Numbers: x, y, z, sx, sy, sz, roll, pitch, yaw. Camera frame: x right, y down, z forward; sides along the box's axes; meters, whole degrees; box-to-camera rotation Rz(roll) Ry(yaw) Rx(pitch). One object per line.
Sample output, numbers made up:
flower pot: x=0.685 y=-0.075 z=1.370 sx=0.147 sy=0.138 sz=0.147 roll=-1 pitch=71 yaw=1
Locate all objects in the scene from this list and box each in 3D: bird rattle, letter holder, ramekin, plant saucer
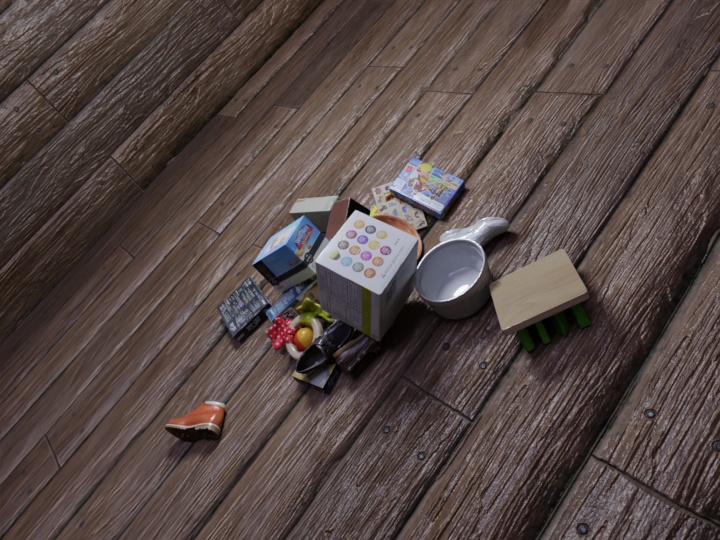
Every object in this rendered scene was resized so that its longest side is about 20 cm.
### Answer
bird rattle: x=-0.172 y=0.176 z=1.693 sx=0.198 sy=0.112 sz=0.165 roll=-35 pitch=55 yaw=11
letter holder: x=-0.064 y=-0.103 z=1.873 sx=0.140 sy=0.099 sz=0.205 roll=-7 pitch=67 yaw=44
ramekin: x=0.245 y=0.028 z=1.538 sx=0.196 sy=0.106 sz=0.203 roll=-22 pitch=42 yaw=21
plant saucer: x=0.082 y=-0.077 z=1.753 sx=0.194 sy=0.038 sz=0.204 roll=7 pitch=51 yaw=-8

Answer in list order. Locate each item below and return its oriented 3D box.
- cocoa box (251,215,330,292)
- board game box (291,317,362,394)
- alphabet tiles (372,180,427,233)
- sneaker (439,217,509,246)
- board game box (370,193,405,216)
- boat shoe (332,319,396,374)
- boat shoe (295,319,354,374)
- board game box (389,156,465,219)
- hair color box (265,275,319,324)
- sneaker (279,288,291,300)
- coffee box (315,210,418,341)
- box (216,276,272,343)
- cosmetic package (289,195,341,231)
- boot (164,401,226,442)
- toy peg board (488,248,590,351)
cocoa box: x=-0.207 y=-0.046 z=1.805 sx=0.198 sy=0.131 sz=0.135 roll=-25 pitch=27 yaw=46
board game box: x=-0.091 y=0.233 z=1.673 sx=0.133 sy=0.035 sz=0.202 roll=9 pitch=59 yaw=44
alphabet tiles: x=0.135 y=-0.202 z=1.863 sx=0.163 sy=0.008 sz=0.204 roll=-19 pitch=60 yaw=6
sneaker: x=0.314 y=-0.078 z=1.628 sx=0.196 sy=0.075 sz=0.102 roll=-20 pitch=60 yaw=24
board game box: x=0.083 y=-0.176 z=1.915 sx=0.201 sy=0.048 sz=0.101 roll=-49 pitch=39 yaw=-11
boat shoe: x=0.023 y=0.197 z=1.594 sx=0.198 sy=0.071 sz=0.071 roll=-37 pitch=74 yaw=-10
boat shoe: x=-0.096 y=0.208 z=1.600 sx=0.199 sy=0.072 sz=0.065 roll=-40 pitch=-2 yaw=7
board game box: x=0.204 y=-0.255 z=1.845 sx=0.198 sy=0.035 sz=0.136 roll=31 pitch=74 yaw=28
hair color box: x=-0.179 y=0.101 z=1.820 sx=0.200 sy=0.100 sz=0.060 roll=-44 pitch=37 yaw=-4
sneaker: x=-0.236 y=0.061 z=1.925 sx=0.116 sy=0.075 sz=0.202 roll=1 pitch=43 yaw=31
coffee box: x=0.017 y=0.012 z=1.545 sx=0.194 sy=0.202 sz=0.201 roll=25 pitch=56 yaw=20
box: x=-0.386 y=0.128 z=2.011 sx=0.160 sy=0.044 sz=0.200 roll=-44 pitch=38 yaw=-5
cosmetic package: x=-0.139 y=-0.193 z=2.071 sx=0.196 sy=0.106 sz=0.072 roll=3 pitch=52 yaw=39
boot: x=-0.484 y=0.441 z=1.773 sx=0.195 sy=0.076 sz=0.109 roll=-8 pitch=44 yaw=22
toy peg board: x=0.416 y=0.076 z=1.379 sx=0.196 sy=0.099 sz=0.201 roll=-26 pitch=24 yaw=15
